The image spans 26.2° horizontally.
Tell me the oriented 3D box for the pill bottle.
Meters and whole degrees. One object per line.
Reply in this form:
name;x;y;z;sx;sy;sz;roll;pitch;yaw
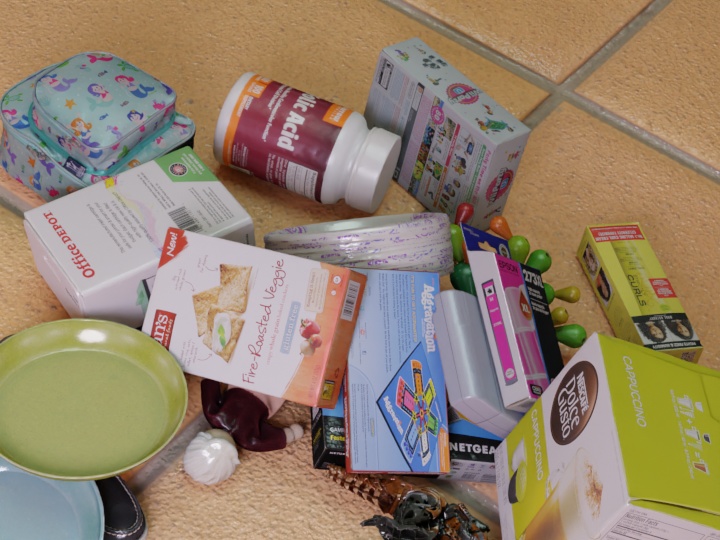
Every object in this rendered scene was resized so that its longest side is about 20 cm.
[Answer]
pill bottle;-0.061;-0.146;1.802;0.199;0.115;0.114;21;44;8

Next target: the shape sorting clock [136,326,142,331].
shape sorting clock;-0.191;0.023;1.652;0.199;0.039;0.201;7;43;-7

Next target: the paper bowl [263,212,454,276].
paper bowl;0.000;0.000;1.637;0.199;0.105;0.201;-5;6;1

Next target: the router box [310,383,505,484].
router box;0.048;0.132;1.558;0.199;0.051;0.150;7;55;-17

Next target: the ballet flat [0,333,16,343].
ballet flat;-0.275;0.117;1.535;0.199;0.046;0.068;19;74;13

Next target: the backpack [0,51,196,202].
backpack;-0.306;-0.154;1.734;0.199;0.151;0.177;29;46;22

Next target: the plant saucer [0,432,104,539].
plant saucer;-0.325;0.239;1.376;0.199;0.036;0.201;1;55;-2

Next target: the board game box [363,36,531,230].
board game box;0.094;-0.157;1.831;0.064;0.148;0.200;-24;55;-36

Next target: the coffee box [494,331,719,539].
coffee box;0.261;0.211;1.425;0.199;0.198;0.200;18;41;-19

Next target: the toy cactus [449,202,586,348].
toy cactus;0.146;0.037;1.692;0.200;0.102;0.165;44;71;-5

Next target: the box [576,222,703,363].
box;0.316;0.032;1.763;0.075;0.050;0.201;-3;46;-16

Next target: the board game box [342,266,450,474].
board game box;0.032;0.097;1.504;0.102;0.019;0.201;3;73;-17

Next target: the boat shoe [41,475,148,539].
boat shoe;-0.270;0.181;1.453;0.074;0.061;0.200;-25;55;-32

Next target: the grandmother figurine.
grandmother figurine;-0.111;0.136;1.545;0.121;0.061;0.200;30;48;7

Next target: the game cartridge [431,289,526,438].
game cartridge;0.147;0.103;1.552;0.200;0.041;0.134;21;47;-50

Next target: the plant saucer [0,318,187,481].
plant saucer;-0.260;0.124;1.432;0.199;0.031;0.201;5;42;-4

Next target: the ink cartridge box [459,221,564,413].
ink cartridge box;0.156;0.046;1.542;0.094;0.037;0.201;18;52;-52

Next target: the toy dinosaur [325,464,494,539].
toy dinosaur;0.053;0.251;1.464;0.199;0.103;0.136;12;25;25

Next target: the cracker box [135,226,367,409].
cracker box;-0.106;0.045;1.491;0.199;0.135;0.058;13;-3;21

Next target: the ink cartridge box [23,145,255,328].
ink cartridge box;-0.229;-0.028;1.614;0.199;0.084;0.145;-25;49;-22
